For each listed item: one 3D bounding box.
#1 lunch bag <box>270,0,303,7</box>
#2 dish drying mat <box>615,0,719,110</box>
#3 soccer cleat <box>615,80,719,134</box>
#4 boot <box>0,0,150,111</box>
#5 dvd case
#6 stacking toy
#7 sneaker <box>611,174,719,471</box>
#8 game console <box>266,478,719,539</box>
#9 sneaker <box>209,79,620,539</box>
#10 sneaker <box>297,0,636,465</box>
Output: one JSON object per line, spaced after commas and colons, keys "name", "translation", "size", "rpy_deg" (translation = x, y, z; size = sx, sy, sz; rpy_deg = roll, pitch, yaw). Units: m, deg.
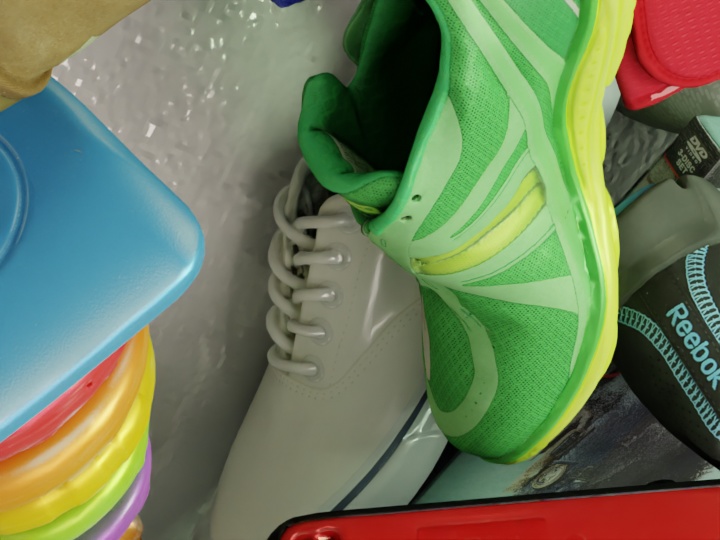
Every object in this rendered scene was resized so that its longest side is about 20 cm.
{"name": "lunch bag", "translation": [0.024, -0.152, 0.692], "size": [0.200, 0.082, 0.161], "rpy_deg": [-7, 119, -37]}
{"name": "dish drying mat", "translation": [0.085, -0.122, 0.665], "size": [0.077, 0.018, 0.200], "rpy_deg": [-28, 139, -6]}
{"name": "soccer cleat", "translation": [0.160, -0.068, 0.856], "size": [0.200, 0.086, 0.070], "rpy_deg": [-9, 121, -37]}
{"name": "boot", "translation": [-0.052, -0.139, 0.569], "size": [0.200, 0.066, 0.175], "rpy_deg": [-29, 127, 21]}
{"name": "dvd case", "translation": [0.101, 0.028, 0.856], "size": [0.146, 0.022, 0.200], "rpy_deg": [4, 136, -42]}
{"name": "stacking toy", "translation": [-0.094, 0.042, 0.715], "size": [0.110, 0.116, 0.200], "rpy_deg": [-38, 148, -15]}
{"name": "sneaker", "translation": [0.128, 0.042, 0.797], "size": [0.073, 0.082, 0.200], "rpy_deg": [-41, 148, 17]}
{"name": "game console", "translation": [0.038, 0.103, 0.790], "size": [0.176, 0.031, 0.200], "rpy_deg": [1, 157, -15]}
{"name": "sneaker", "translation": [0.000, 0.000, 0.784], "size": [0.071, 0.073, 0.200], "rpy_deg": [31, 85, -37]}
{"name": "sneaker", "translation": [0.023, -0.030, 0.688], "size": [0.083, 0.074, 0.200], "rpy_deg": [-16, 132, -16]}
